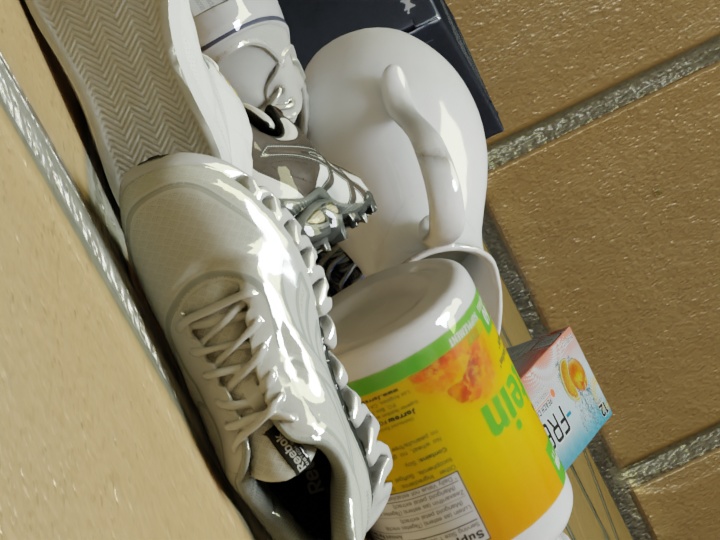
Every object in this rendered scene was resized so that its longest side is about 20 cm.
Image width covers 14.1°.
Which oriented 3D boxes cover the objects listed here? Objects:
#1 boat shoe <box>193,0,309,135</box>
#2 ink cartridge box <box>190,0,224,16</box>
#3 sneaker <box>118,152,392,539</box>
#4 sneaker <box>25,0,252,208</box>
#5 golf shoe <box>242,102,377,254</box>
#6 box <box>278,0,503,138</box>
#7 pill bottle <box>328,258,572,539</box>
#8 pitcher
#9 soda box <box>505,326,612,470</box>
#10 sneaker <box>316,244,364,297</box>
[{"bbox_3d":[-0.065,-0.107,1.699,0.066,0.072,0.200,61,-4,11],"label":"boat shoe"},{"bbox_3d":[-0.055,-0.281,1.841,0.145,0.199,0.145,68,6,30],"label":"ink cartridge box"},{"bbox_3d":[-0.043,0.042,1.231,0.201,0.075,0.081,63,15,-20],"label":"sneaker"},{"bbox_3d":[-0.102,-0.105,1.327,0.116,0.073,0.201,29,46,-84],"label":"sneaker"},{"bbox_3d":[-0.044,-0.053,1.593,0.095,0.077,0.200,64,4,-3],"label":"golf shoe"},{"bbox_3d":[-0.003,-0.144,2.018,0.200,0.147,0.105,55,11,-64],"label":"box"},{"bbox_3d":[0.048,0.104,1.573,0.111,0.111,0.201,-100,164,-70],"label":"pill bottle"},{"bbox_3d":[0.027,-0.066,1.776,0.172,0.121,0.201,96,-19,-52],"label":"pitcher"},{"bbox_3d":[0.085,0.107,1.786,0.069,0.063,0.200,63,31,-9],"label":"soda box"},{"bbox_3d":[0.000,0.000,1.880,0.085,0.077,0.200,49,6,-34],"label":"sneaker"}]
